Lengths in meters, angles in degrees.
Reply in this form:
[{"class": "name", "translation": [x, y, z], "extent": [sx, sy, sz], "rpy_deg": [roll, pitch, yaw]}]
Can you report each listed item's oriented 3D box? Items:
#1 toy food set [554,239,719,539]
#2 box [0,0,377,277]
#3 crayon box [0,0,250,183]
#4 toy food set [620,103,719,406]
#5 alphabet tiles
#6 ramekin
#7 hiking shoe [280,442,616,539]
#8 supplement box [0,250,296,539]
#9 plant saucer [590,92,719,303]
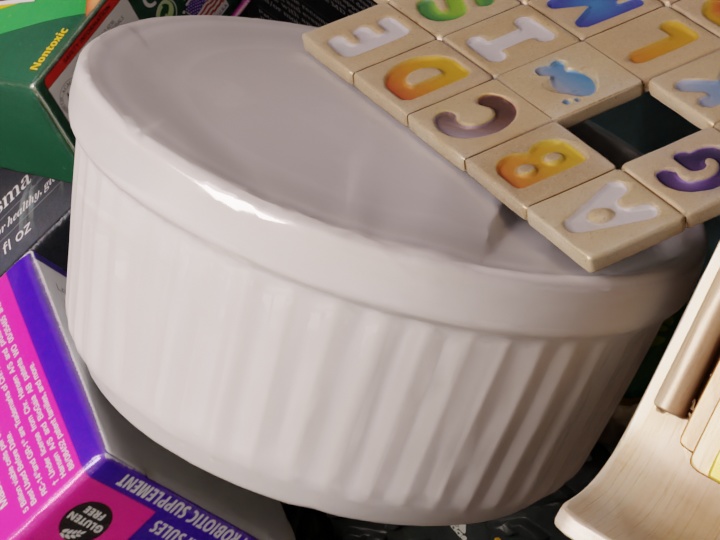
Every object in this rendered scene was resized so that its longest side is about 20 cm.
[{"class": "toy food set", "translation": [0.153, 0.012, 0.621], "extent": [0.143, 0.060, 0.201], "rpy_deg": [28, 95, 22]}, {"class": "box", "translation": [-0.083, -0.059, 0.997], "extent": [0.200, 0.124, 0.197], "rpy_deg": [-42, 35, 21]}, {"class": "crayon box", "translation": [-0.113, -0.133, 0.904], "extent": [0.172, 0.058, 0.200], "rpy_deg": [13, 57, 38]}, {"class": "toy food set", "translation": [0.151, -0.041, 0.849], "extent": [0.200, 0.049, 0.199], "rpy_deg": [-30, 48, 26]}, {"class": "alphabet tiles", "translation": [0.085, -0.077, 0.761], "extent": [0.167, 0.008, 0.200], "rpy_deg": [-24, 38, -20]}, {"class": "ramekin", "translation": [0.000, 0.000, 0.748], "extent": [0.202, 0.202, 0.095], "rpy_deg": [41, 122, 48]}, {"class": "hiking shoe", "translation": [0.068, 0.078, 0.832], "extent": [0.199, 0.075, 0.087], "rpy_deg": [2, 28, 25]}, {"class": "supplement box", "translation": [-0.134, 0.109, 0.801], "extent": [0.200, 0.101, 0.104], "rpy_deg": [-42, 45, 14]}, {"class": "plant saucer", "translation": [0.141, -0.074, 0.814], "extent": [0.200, 0.039, 0.202], "rpy_deg": [-22, 52, 31]}]
